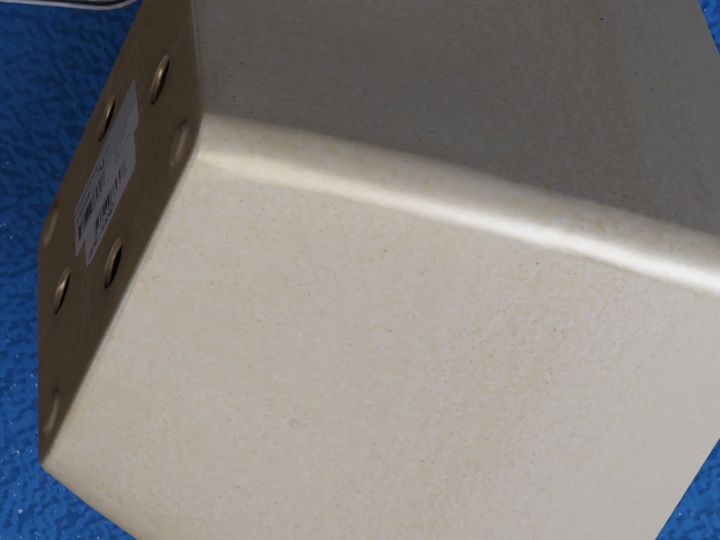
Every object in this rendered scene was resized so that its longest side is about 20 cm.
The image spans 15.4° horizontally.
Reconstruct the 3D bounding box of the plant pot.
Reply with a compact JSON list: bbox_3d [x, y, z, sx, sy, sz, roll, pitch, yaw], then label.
[{"bbox_3d":[0.000,0.000,0.857,0.177,0.200,0.200,17,121,-19],"label":"plant pot"}]

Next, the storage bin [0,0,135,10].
[{"bbox_3d":[-0.119,-0.198,0.884,0.135,0.094,0.200,5,116,13],"label":"storage bin"}]
